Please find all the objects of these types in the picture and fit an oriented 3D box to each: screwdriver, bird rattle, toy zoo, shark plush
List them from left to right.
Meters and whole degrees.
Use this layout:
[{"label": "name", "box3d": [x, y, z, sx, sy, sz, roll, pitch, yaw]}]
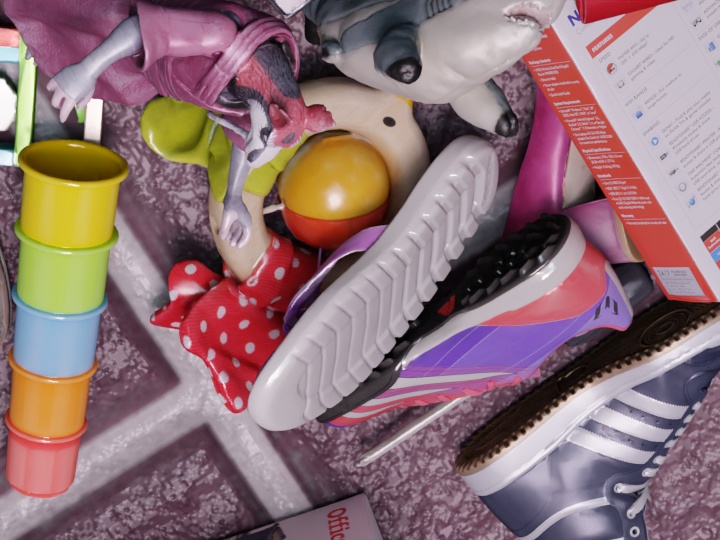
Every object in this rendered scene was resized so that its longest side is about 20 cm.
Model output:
[{"label": "toy zoo", "box3d": [-0.235, -0.125, 1.107, 0.198, 0.020, 0.133, 5, 106, -6]}, {"label": "bird rattle", "box3d": [-0.034, -0.030, 1.115, 0.162, 0.113, 0.202, -15, 111, -17]}, {"label": "shark plush", "box3d": [0.027, -0.131, 1.052, 0.090, 0.200, 0.084, 23, 90, -32]}, {"label": "screwdriver", "box3d": [0.082, 0.059, 1.175, 0.199, 0.028, 0.029, -39, 73, 4]}]

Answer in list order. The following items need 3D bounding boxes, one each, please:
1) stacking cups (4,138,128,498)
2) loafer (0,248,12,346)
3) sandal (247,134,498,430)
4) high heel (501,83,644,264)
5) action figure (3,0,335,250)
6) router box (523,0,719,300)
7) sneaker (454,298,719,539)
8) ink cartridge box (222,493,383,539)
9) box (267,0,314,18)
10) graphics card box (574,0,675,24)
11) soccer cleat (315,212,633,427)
[{"label": "stacking cups", "box3d": [-0.170, 0.032, 1.129, 0.060, 0.061, 0.202, 9, 113, -7]}, {"label": "loafer", "box3d": [-0.242, -0.027, 1.097, 0.071, 0.063, 0.201, -15, 118, 4]}, {"label": "sandal", "box3d": [0.001, 0.005, 1.093, 0.203, 0.050, 0.083, -47, 150, -24]}, {"label": "high heel", "box3d": [0.101, -0.094, 1.136, 0.095, 0.067, 0.202, -8, 99, 39]}, {"label": "action figure", "box3d": [-0.080, -0.111, 0.992, 0.150, 0.199, 0.134, -58, 147, -9]}, {"label": "router box", "box3d": [0.200, -0.115, 1.085, 0.200, 0.049, 0.180, -39, 106, -19]}, {"label": "sneaker", "box3d": [0.163, 0.096, 1.178, 0.199, 0.070, 0.109, -35, 101, 13]}, {"label": "ink cartridge box", "box3d": [-0.071, 0.215, 1.155, 0.198, 0.145, 0.085, -18, 107, 1]}, {"label": "box", "box3d": [-0.059, -0.247, 0.993, 0.123, 0.199, 0.200, -38, 106, 9]}, {"label": "graphics card box", "box3d": [0.143, -0.227, 1.029, 0.124, 0.202, 0.051, -15, 152, 0]}, {"label": "soccer cleat", "box3d": [0.057, 0.045, 1.132, 0.199, 0.068, 0.073, -34, 113, 30]}]
